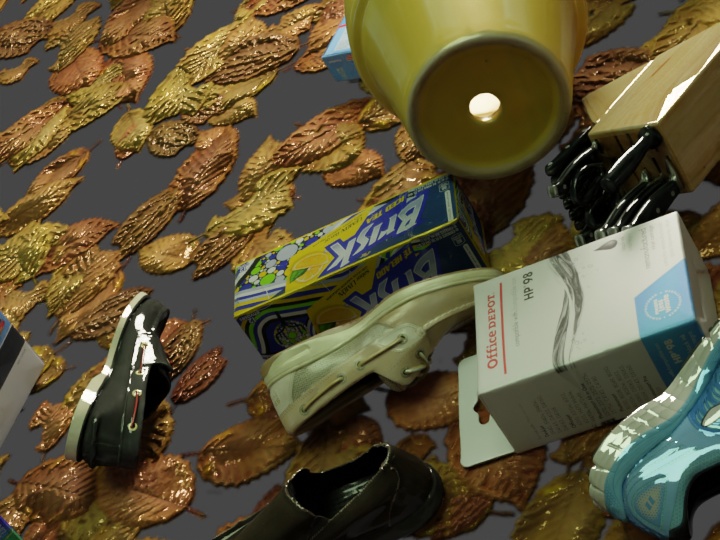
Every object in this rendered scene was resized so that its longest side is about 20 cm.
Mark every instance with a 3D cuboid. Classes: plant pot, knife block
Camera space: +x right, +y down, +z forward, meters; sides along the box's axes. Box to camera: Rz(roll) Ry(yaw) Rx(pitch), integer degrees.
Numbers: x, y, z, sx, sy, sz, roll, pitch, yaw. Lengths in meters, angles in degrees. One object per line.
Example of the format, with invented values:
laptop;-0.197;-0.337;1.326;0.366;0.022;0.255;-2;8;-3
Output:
plant pot;0.090;-0.175;1.506;0.200;0.201;0.189;-25;33;13
knife block;0.231;-0.098;1.394;0.199;0.064;0.176;-28;23;8

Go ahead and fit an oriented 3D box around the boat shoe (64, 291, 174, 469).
boat shoe;-0.185;0.091;1.543;0.063;0.074;0.202;12;34;1

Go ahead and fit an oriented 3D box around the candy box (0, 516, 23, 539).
candy box;-0.297;0.273;1.316;0.200;0.169;0.077;-46;33;-16

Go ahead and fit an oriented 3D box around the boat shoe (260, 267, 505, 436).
boat shoe;0.025;0.061;1.410;0.199;0.072;0.065;-25;71;5

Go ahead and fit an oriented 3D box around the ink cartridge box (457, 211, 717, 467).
ink cartridge box;0.146;0.050;1.313;0.199;0.067;0.116;-21;37;18

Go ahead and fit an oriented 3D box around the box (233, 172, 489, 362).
box;0.000;0.000;1.495;0.199;0.064;0.070;-24;35;15

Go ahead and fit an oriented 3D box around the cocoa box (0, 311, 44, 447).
cocoa box;-0.389;0.117;1.612;0.133;0.131;0.201;-8;42;32

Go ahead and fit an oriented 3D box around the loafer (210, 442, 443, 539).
loafer;-0.043;0.172;1.316;0.199;0.071;0.073;-29;35;7

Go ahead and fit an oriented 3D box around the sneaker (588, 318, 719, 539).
sneaker;0.240;0.098;1.196;0.200;0.078;0.090;-45;55;-10

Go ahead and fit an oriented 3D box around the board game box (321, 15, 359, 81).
board game box;0.065;-0.266;1.787;0.151;0.037;0.201;-5;44;35
